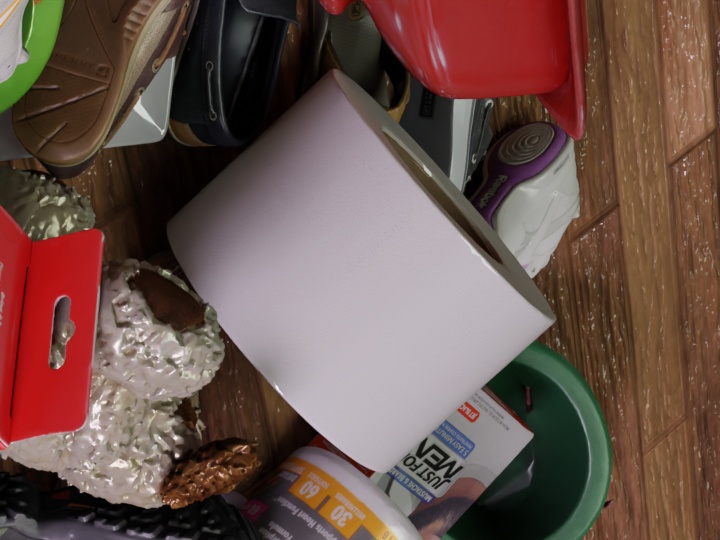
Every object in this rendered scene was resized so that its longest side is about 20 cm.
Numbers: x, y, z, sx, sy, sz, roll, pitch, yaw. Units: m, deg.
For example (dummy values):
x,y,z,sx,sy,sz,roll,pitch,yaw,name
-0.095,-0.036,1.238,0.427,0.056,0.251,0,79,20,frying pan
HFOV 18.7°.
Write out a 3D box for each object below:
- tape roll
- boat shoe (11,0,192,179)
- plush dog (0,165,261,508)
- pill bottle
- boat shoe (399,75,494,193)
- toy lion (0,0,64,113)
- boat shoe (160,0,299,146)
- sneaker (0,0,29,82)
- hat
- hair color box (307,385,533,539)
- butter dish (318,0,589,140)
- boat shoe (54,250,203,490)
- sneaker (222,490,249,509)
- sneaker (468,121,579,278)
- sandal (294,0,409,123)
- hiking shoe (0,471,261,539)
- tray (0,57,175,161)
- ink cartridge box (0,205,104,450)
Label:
x,y,z,sx,sy,sz,roll,pitch,yaw,name
0.000,0.000,1.298,0.139,0.203,0.203,-41,140,7,tape roll
-0.128,-0.142,1.195,0.072,0.072,0.202,78,31,-75,boat shoe
-0.147,0.066,1.158,0.161,0.200,0.172,-49,134,-5,plush dog
-0.059,0.214,1.323,0.200,0.116,0.117,-47,137,-19,pill bottle
0.059,-0.097,1.457,0.066,0.070,0.202,2,99,-47,boat shoe
-0.245,-0.111,1.089,0.198,0.069,0.193,-7,119,-32,toy lion
-0.063,-0.166,1.285,0.074,0.062,0.202,10,99,-48,boat shoe
-0.207,-0.097,1.041,0.200,0.076,0.092,-51,141,11,sneaker
0.096,0.134,1.637,0.164,0.176,0.202,-23,97,-2,hat
0.013,0.148,1.484,0.200,0.064,0.111,-47,140,3,hair color box
0.042,-0.186,1.275,0.146,0.200,0.201,-13,125,-9,butter dish
-0.124,0.089,1.329,0.075,0.071,0.202,4,105,-49,boat shoe
-0.109,0.243,1.433,0.202,0.077,0.112,-68,156,-6,sneaker
0.092,-0.012,1.522,0.200,0.075,0.100,-44,135,-25,sneaker
0.005,-0.127,1.384,0.081,0.054,0.202,-16,119,-43,sandal
-0.156,0.174,1.277,0.076,0.198,0.102,-89,-176,-63,hiking shoe
-0.181,-0.116,1.205,0.199,0.022,0.108,-11,115,-45,tray
-0.229,0.028,1.052,0.067,0.198,0.117,54,32,-55,ink cartridge box
